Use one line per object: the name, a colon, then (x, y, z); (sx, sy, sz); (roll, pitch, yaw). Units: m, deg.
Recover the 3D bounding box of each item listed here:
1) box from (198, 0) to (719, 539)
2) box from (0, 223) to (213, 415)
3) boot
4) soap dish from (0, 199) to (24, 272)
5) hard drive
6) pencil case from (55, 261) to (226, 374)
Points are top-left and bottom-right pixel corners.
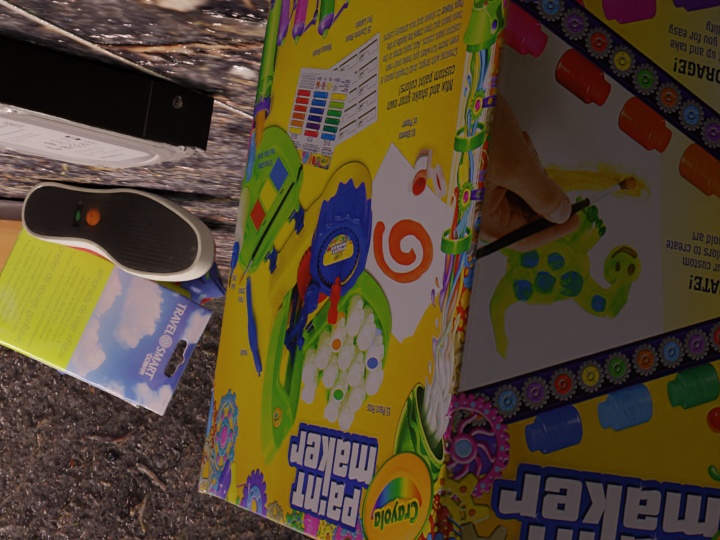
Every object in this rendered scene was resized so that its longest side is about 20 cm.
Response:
box: (0.044, -0.009, 0.429); (0.121, 0.194, 0.200); (10, 175, -22)
box: (-0.258, 0.045, 1.360); (0.199, 0.123, 0.048); (26, -175, -11)
boot: (-0.191, -0.031, 1.285); (0.199, 0.073, 0.144); (15, 179, 28)
soap dish: (-0.310, -0.020, 1.520); (0.156, 0.082, 0.200); (5, 175, 32)
hard drive: (-0.198, -0.095, 0.767); (0.199, 0.038, 0.139); (13, 173, -32)
pencil case: (-0.236, 0.028, 1.425); (0.199, 0.087, 0.078); (-28, -156, -3)
